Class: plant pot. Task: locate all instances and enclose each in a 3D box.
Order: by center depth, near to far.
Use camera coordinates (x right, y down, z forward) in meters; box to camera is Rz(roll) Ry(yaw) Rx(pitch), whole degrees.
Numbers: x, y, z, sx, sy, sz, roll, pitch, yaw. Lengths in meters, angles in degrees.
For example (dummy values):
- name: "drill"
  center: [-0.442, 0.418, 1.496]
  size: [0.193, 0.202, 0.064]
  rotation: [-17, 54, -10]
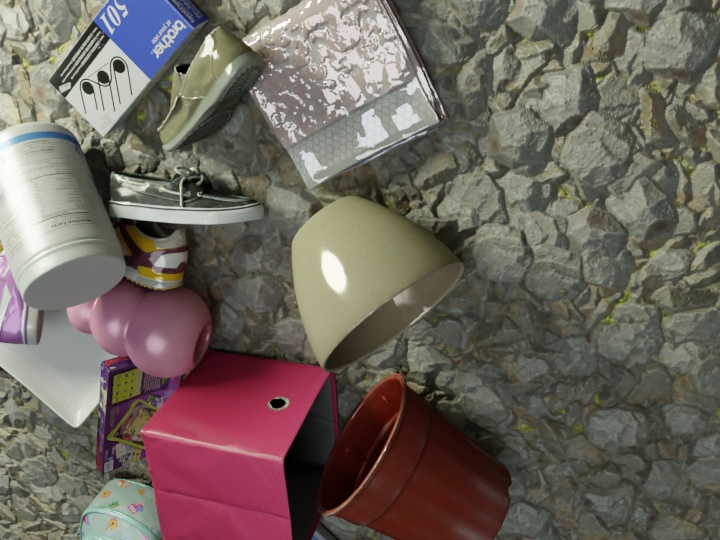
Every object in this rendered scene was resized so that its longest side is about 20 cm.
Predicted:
- name: "plant pot"
  center: [0.077, 0.272, 1.043]
  size: [0.194, 0.201, 0.201]
  rotation: [34, 123, -11]

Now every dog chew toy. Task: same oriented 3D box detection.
- name: "dog chew toy"
  center: [-0.304, 0.066, 1.084]
  size: [0.198, 0.125, 0.126]
  rotation: [19, 122, 7]

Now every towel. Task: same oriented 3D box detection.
- name: "towel"
  center: [-0.028, -0.208, 0.900]
  size: [0.199, 0.032, 0.192]
  rotation: [-23, 108, 26]

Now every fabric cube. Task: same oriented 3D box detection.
- name: "fabric cube"
  center: [-0.151, 0.249, 1.094]
  size: [0.197, 0.197, 0.202]
  rotation: [7, 121, 17]

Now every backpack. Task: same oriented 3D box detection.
- name: "backpack"
  center: [-0.380, 0.451, 1.310]
  size: [0.174, 0.153, 0.202]
  rotation: [19, 115, 14]

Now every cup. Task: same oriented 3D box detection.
- name: "cup"
  center: [0.000, 0.000, 0.928]
  size: [0.200, 0.200, 0.144]
  rotation: [-46, 72, 32]

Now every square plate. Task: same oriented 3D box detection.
- name: "square plate"
  center: [-0.412, 0.084, 1.139]
  size: [0.200, 0.028, 0.198]
  rotation: [42, 85, -7]

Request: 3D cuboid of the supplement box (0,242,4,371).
- name: "supplement box"
  center: [-0.568, 0.049, 1.147]
  size: [0.103, 0.130, 0.202]
  rotation: [30, 130, 43]

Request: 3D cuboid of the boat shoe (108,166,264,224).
- name: "boat shoe"
  center: [-0.217, -0.096, 1.002]
  size: [0.197, 0.074, 0.069]
  rotation: [5, 100, 11]

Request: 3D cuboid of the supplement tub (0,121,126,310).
- name: "supplement tub"
  center: [-0.382, -0.068, 0.991]
  size: [0.132, 0.131, 0.201]
  rotation: [-37, 70, 31]

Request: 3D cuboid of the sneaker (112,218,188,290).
- name: "sneaker"
  center: [-0.320, -0.042, 1.073]
  size: [0.198, 0.075, 0.091]
  rotation: [15, 104, 10]

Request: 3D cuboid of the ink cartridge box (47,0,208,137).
- name: "ink cartridge box"
  center: [-0.276, -0.259, 0.947]
  size: [0.094, 0.044, 0.200]
  rotation: [45, 121, -11]

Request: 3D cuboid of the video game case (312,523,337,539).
- name: "video game case"
  center: [-0.117, 0.458, 1.298]
  size: [0.200, 0.022, 0.182]
  rotation: [45, 122, -8]

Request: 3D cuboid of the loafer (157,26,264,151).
- name: "loafer"
  center: [-0.180, -0.206, 0.921]
  size: [0.200, 0.075, 0.070]
  rotation: [-34, 89, 44]

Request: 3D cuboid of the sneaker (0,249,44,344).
- name: "sneaker"
  center: [-0.479, -0.005, 1.074]
  size: [0.113, 0.073, 0.203]
  rotation: [7, 87, -10]

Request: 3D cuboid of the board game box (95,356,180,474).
- name: "board game box"
  center: [-0.324, 0.200, 1.173]
  size: [0.032, 0.119, 0.202]
  rotation: [42, 130, 38]
